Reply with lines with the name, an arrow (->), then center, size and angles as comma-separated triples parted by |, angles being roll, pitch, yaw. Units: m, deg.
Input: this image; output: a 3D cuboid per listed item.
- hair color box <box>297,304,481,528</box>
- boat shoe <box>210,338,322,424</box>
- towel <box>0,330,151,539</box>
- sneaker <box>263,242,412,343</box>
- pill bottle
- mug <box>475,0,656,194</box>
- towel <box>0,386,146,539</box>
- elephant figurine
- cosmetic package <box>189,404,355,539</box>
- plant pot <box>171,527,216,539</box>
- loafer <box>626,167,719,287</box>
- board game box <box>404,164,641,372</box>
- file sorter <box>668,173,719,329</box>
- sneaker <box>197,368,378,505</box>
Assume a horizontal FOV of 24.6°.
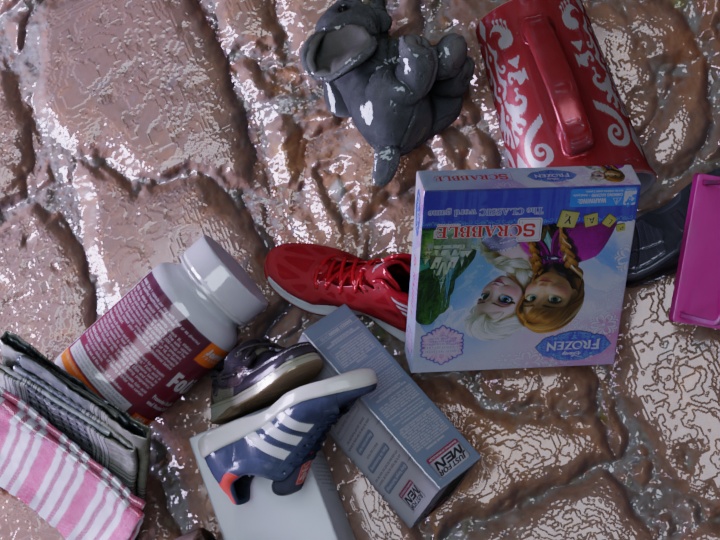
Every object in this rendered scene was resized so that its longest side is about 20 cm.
hair color box -> 0.017, 0.141, 1.594 | 0.061, 0.099, 0.200 | -33, 74, -30
boat shoe -> -0.101, 0.098, 1.595 | 0.072, 0.200, 0.065 | -14, 79, -28
towel -> -0.292, 0.171, 1.628 | 0.192, 0.200, 0.035 | 32, 50, 17
sneaker -> 0.000, 0.000, 1.606 | 0.200, 0.116, 0.078 | 17, 64, 8
pill bottle -> -0.196, 0.066, 1.650 | 0.200, 0.114, 0.114 | -42, 76, 5
mug -> 0.198, -0.166, 1.573 | 0.133, 0.178, 0.200 | -9, 73, -23
towel -> -0.305, 0.209, 1.634 | 0.200, 0.146, 0.030 | 38, 52, 5
elephant figurine -> 0.003, -0.211, 1.651 | 0.200, 0.155, 0.142 | 32, 134, 25
cosmetic package -> -0.078, 0.238, 1.619 | 0.113, 0.081, 0.200 | -21, 80, 9
plant pot -> -0.206, 0.355, 1.581 | 0.198, 0.200, 0.200 | -27, 78, 0
loafer -> 0.327, -0.043, 1.583 | 0.200, 0.063, 0.072 | -26, 63, 3
board game box -> 0.146, 0.000, 1.520 | 0.200, 0.041, 0.200 | -3, 123, -7
file sorter -> 0.402, -0.002, 1.482 | 0.200, 0.125, 0.139 | 9, 92, -8
sneaker -> -0.056, 0.158, 1.536 | 0.200, 0.075, 0.085 | -29, 80, 29
